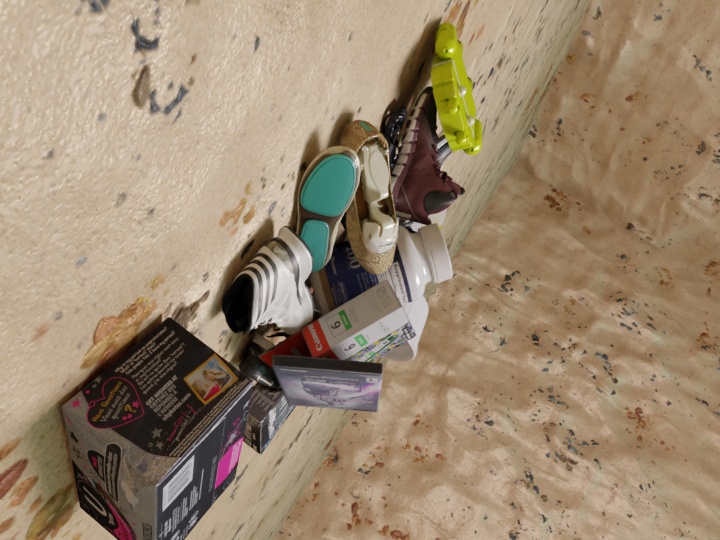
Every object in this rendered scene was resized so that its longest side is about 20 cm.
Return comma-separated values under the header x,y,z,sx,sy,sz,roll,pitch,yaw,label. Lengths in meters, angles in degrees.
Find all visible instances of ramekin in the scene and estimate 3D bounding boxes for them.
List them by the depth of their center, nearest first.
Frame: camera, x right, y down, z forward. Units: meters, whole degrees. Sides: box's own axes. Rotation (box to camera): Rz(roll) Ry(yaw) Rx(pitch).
x,y,z,sx,sy,sz,roll,pitch,yaw,label
0.030,0.073,1.121,0.099,0.197,0.201,-61,171,-23,ramekin

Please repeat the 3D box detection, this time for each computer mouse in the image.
x,y,z,sx,sy,sz,roll,pitch,yaw,label
0.008,-0.132,0.869,0.140,0.052,0.202,102,10,-54,computer mouse

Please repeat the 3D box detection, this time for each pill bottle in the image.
x,y,z,sx,sy,sz,roll,pitch,yaw,label
0.028,0.001,0.884,0.196,0.113,0.111,-18,166,1,pill bottle

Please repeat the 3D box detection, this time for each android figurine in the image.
x,y,z,sx,sy,sz,roll,pitch,yaw,label
0.140,-0.256,0.885,0.202,0.040,0.184,-75,149,-50,android figurine

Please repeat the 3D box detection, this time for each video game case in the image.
x,y,z,sx,sy,sz,roll,pitch,yaw,label
-0.042,0.161,0.846,0.201,0.139,0.019,91,4,-63,video game case

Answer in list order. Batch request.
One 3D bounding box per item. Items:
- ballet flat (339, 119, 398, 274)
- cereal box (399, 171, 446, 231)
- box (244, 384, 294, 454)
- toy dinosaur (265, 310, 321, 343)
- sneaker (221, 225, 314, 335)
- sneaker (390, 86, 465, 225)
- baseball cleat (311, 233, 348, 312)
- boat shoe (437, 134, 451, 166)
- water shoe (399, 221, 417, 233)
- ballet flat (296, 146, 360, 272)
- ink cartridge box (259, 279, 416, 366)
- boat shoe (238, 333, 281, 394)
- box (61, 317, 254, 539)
x,y,z,sx,sy,sz,roll,pitch,yaw,label
0.015,-0.082,0.759,0.069,0.065,0.204,-21,114,-19,ballet flat
0.091,-0.103,1.131,0.141,0.040,0.201,-20,162,-5,cereal box
-0.138,0.212,1.099,0.201,0.049,0.159,-51,166,-33,box
-0.074,0.092,0.975,0.077,0.102,0.200,-48,-177,6,toy dinosaur
-0.119,0.040,0.743,0.115,0.075,0.202,-40,158,-25,sneaker
0.111,-0.161,0.909,0.076,0.113,0.204,-5,114,-83,sneaker
0.000,0.000,0.999,0.202,0.105,0.070,-58,166,-24,baseball cleat
0.093,-0.147,0.990,0.199,0.061,0.076,-39,-173,17,boat shoe
0.077,-0.028,1.017,0.078,0.072,0.201,-25,-148,8,water shoe
-0.048,-0.083,0.750,0.063,0.066,0.202,-86,-165,-45,ballet flat
-0.027,0.101,0.826,0.197,0.051,0.109,-31,149,1,ink cartridge box
-0.132,0.154,0.921,0.061,0.073,0.201,-55,165,-14,boat shoe
-0.196,0.173,0.592,0.132,0.113,0.202,-46,162,-43,box
